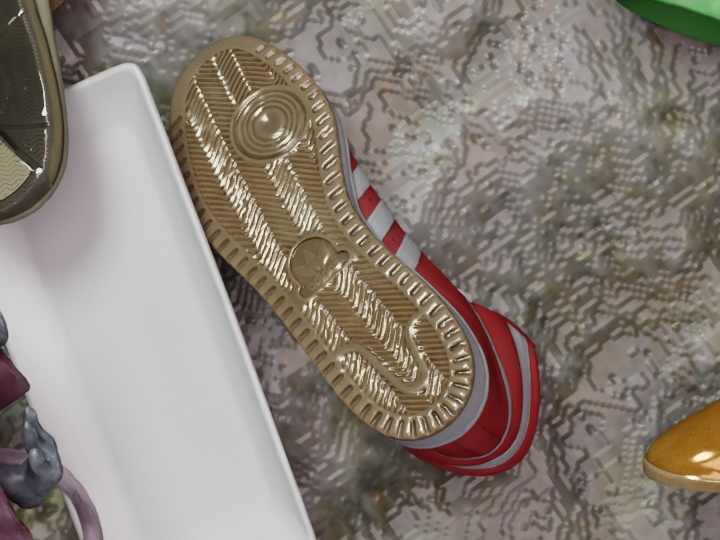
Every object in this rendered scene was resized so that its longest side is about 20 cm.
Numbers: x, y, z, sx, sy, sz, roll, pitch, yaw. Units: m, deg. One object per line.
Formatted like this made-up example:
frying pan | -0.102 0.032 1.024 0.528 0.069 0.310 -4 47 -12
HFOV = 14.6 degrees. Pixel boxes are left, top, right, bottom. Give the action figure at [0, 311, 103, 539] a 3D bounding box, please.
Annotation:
action figure | -0.214 0.067 1.017 0.200 0.134 0.149 -24 134 3

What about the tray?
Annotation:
tray | -0.089 0.026 1.100 0.107 0.022 0.200 -19 92 29

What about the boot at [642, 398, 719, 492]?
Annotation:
boot | 0.196 -0.001 1.103 0.201 0.071 0.144 -15 111 -16

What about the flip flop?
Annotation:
flip flop | -0.141 -0.111 1.090 0.081 0.058 0.200 -15 73 20

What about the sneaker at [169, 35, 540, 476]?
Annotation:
sneaker | 0.000 0.000 1.109 0.071 0.112 0.200 -37 62 9

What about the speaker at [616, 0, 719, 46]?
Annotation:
speaker | 0.167 -0.190 1.107 0.088 0.088 0.200 20 89 -5
